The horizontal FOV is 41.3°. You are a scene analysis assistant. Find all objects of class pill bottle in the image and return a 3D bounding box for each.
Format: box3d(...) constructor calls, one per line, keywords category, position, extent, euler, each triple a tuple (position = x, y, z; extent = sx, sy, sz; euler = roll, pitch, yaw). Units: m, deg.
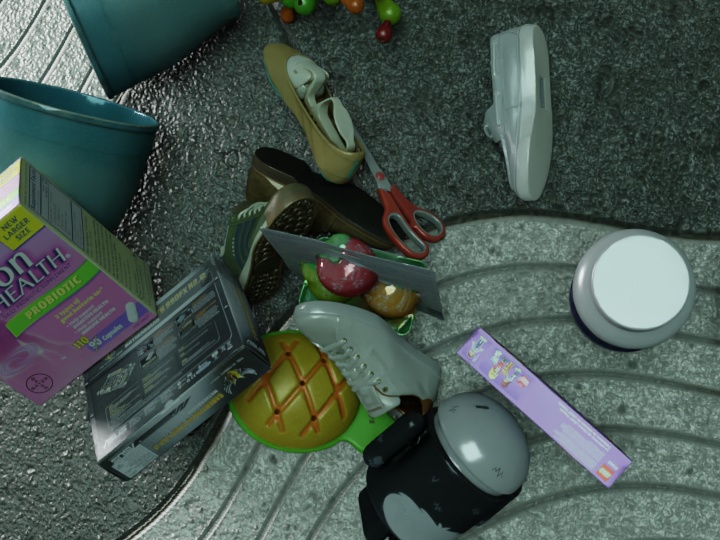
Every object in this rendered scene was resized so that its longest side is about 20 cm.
box3d(category="pill bottle", position=(0.275, 0.022, 0.972), extent=(0.119, 0.200, 0.120), euler=(-1, 84, 11))

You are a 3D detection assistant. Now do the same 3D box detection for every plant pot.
box3d(category="plant pot", position=(-0.250, -0.330, 1.127), extent=(0.187, 0.200, 0.201), euler=(-23, 80, -8))
box3d(category="plant pot", position=(-0.353, -0.106, 1.114), extent=(0.199, 0.200, 0.189), euler=(19, 103, 12))

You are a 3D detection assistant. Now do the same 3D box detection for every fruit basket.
box3d(category="fruit basket", position=(0.000, 0.000, 1.030), extent=(0.184, 0.200, 0.094), euler=(14, 71, 13))

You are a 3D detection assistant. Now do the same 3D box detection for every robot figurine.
box3d(category="robot figurine", position=(0.086, 0.217, 1.017), extent=(0.200, 0.150, 0.125), euler=(-44, 68, 20))

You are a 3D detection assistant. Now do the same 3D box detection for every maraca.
box3d(category="maraca", position=(-0.051, 0.139, 1.074), extent=(0.199, 0.107, 0.138), euler=(11, 75, -8))

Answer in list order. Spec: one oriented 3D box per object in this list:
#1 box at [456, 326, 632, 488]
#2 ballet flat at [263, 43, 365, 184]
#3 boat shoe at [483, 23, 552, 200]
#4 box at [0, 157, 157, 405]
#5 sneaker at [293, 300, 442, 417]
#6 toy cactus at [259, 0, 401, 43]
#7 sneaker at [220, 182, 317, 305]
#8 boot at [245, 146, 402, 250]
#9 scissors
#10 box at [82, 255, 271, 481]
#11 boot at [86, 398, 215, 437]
box3d(category="box", position=(0.192, 0.141, 1.007), extent=(0.200, 0.137, 0.039), euler=(42, 93, 12))
box3d(category="ballet flat", position=(-0.049, -0.198, 1.120), extent=(0.063, 0.068, 0.201), euler=(-42, 72, 47))
box3d(category="boat shoe", position=(0.174, -0.178, 1.085), extent=(0.068, 0.072, 0.201), euler=(-3, 90, 32))
box3d(category="box", position=(-0.350, 0.017, 1.016), extent=(0.176, 0.200, 0.097), euler=(-36, 37, 9))
box3d(category="sneaker", position=(0.009, 0.103, 1.022), extent=(0.073, 0.200, 0.085), euler=(-27, 39, 46))
box3d(category="toy cactus", position=(-0.026, -0.359, 1.141), extent=(0.199, 0.102, 0.166), euler=(24, 70, 15))
box3d(category="sneaker", position=(-0.116, -0.049, 1.079), extent=(0.067, 0.200, 0.090), euler=(-14, 61, -33))
box3d(category="boot", position=(-0.045, -0.067, 1.124), extent=(0.199, 0.074, 0.076), euler=(29, 119, 8))
box3d(category="scissors", position=(0.023, -0.097, 1.109), extent=(0.073, 0.014, 0.200), euler=(-31, 76, -33))
box3d(category="box", position=(-0.200, 0.101, 1.010), extent=(0.200, 0.048, 0.159), euler=(-39, 40, 7))
box3d(category="boot", position=(-0.222, 0.135, 1.074), extent=(0.200, 0.069, 0.174), euler=(-50, 36, 1))
